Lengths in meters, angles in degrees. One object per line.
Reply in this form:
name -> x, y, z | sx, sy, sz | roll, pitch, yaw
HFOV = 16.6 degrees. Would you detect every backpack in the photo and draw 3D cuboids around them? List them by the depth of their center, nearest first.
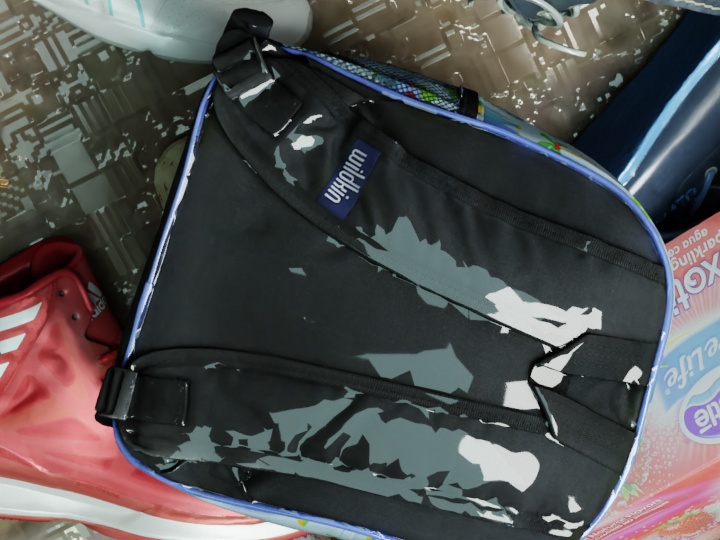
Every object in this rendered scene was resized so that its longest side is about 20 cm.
backpack -> 0.016, 0.015, 0.975 | 0.199, 0.147, 0.184 | 18, 93, -1

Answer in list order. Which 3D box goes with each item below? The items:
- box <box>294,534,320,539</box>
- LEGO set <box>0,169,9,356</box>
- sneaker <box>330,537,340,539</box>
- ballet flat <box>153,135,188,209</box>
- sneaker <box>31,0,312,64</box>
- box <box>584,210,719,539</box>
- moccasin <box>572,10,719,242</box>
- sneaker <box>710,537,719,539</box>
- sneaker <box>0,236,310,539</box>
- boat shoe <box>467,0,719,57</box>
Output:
box -> 0.011, 0.186, 1.150 | 0.041, 0.039, 0.200 | -41, 111, 8
LEGO set -> -0.223, 0.021, 1.019 | 0.153, 0.116, 0.201 | 1, 95, -8
sneaker -> 0.065, 0.171, 1.122 | 0.199, 0.070, 0.076 | 28, 77, -19
ballet flat -> 0.000, 0.000, 1.065 | 0.199, 0.057, 0.067 | 31, 105, -17
sneaker -> -0.108, -0.139, 0.990 | 0.199, 0.070, 0.081 | 18, 105, -13
box -> 0.169, 0.034, 1.021 | 0.200, 0.095, 0.102 | -33, 152, 31
moccasin -> 0.141, -0.047, 1.053 | 0.068, 0.081, 0.200 | 37, 104, -19
sneaker -> 0.212, 0.068, 1.119 | 0.199, 0.078, 0.113 | -19, 108, -10
sneaker -> -0.095, 0.051, 1.063 | 0.199, 0.078, 0.116 | 3, 112, -10
boat shoe -> 0.063, -0.131, 1.012 | 0.199, 0.075, 0.062 | 12, 108, -11
